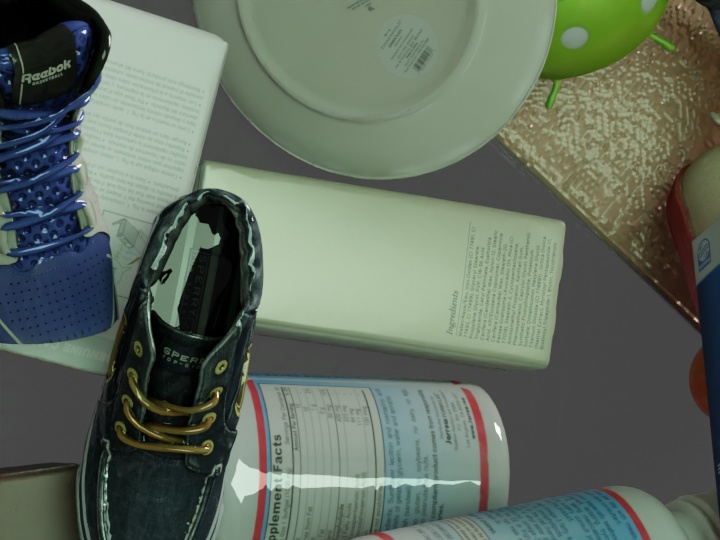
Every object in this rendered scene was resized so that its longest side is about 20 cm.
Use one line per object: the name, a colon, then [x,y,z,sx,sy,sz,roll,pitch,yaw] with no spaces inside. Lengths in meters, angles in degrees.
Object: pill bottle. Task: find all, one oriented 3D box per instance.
pill bottle: [0.093,0.164,1.067,0.200,0.109,0.109,-10,91,-19]
pill bottle: [-0.034,0.107,1.133,0.200,0.109,0.109,3,86,-18]

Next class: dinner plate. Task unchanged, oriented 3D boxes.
dinner plate: [0.001,-0.142,1.134,0.200,0.024,0.200,6,107,19]

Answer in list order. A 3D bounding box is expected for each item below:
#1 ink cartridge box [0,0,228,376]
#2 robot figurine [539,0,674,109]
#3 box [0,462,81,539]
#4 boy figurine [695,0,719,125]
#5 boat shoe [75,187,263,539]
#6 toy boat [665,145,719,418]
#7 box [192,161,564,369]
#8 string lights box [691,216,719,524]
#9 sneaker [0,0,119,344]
ink cartridge box: [-0.177,-0.054,1.056,0.200,0.044,0.174,16,87,-25]
robot figurine: [0.091,-0.191,1.183,0.175,0.116,0.200,-26,97,-5]
box: [-0.233,0.153,1.084,0.200,0.075,0.100,-5,89,-17]
boy figurine: [0.247,-0.105,1.197,0.124,0.064,0.200,-35,122,15]
boat shoe: [-0.089,0.059,1.022,0.071,0.091,0.201,10,85,-5]
toy boat: [0.224,0.035,1.218,0.130,0.131,0.200,12,42,-20]
box: [0.000,0.000,1.162,0.200,0.068,0.082,10,84,-17]
string lights box: [0.223,0.069,1.066,0.103,0.059,0.200,12,59,-21]
sneaker: [-0.153,-0.061,0.981,0.080,0.115,0.200,-17,99,-22]
